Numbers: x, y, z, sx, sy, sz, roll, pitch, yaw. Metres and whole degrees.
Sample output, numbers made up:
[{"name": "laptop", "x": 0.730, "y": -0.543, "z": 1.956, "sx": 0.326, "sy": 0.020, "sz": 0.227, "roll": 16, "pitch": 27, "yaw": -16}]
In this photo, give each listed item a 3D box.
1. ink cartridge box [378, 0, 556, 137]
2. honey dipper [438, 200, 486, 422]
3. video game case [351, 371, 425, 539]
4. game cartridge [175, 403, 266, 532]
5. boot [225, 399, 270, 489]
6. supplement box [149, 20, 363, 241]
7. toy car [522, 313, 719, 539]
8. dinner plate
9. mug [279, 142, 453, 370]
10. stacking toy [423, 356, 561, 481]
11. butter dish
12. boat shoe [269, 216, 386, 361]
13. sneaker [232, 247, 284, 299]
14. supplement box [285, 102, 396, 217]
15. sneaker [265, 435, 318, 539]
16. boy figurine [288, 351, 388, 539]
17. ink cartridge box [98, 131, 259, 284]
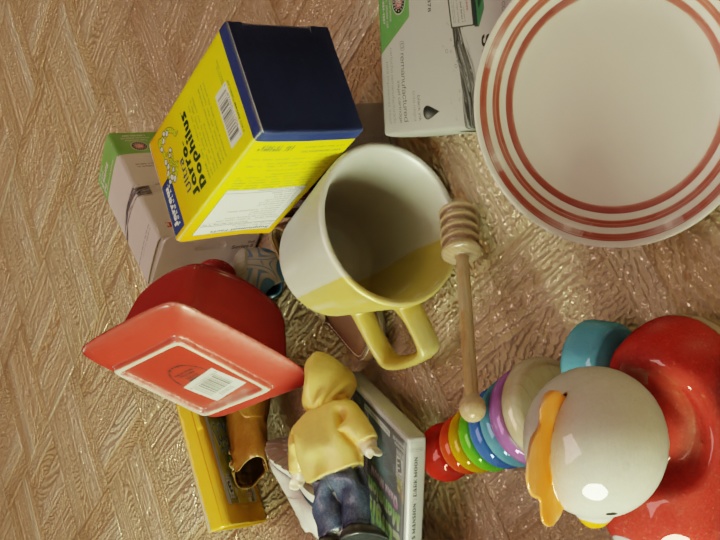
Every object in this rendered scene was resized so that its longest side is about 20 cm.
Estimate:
[{"name": "ink cartridge box", "x": 0.106, "y": -0.189, "z": 0.775, "sx": 0.198, "sy": 0.083, "sz": 0.150, "roll": 5, "pitch": 100, "yaw": 55}, {"name": "honey dipper", "x": 0.091, "y": 0.034, "z": 0.815, "sx": 0.038, "sy": 0.037, "sz": 0.204, "roll": -43, "pitch": 41, "yaw": 49}, {"name": "video game case", "x": 0.019, "y": 0.222, "z": 0.970, "sx": 0.200, "sy": 0.023, "sz": 0.186, "roll": -148, "pitch": 57, "yaw": -69}, {"name": "game cartridge", "x": -0.179, "y": 0.226, "z": 1.209, "sx": 0.176, "sy": 0.032, "sz": 0.204, "roll": 51, "pitch": -158, "yaw": -75}, {"name": "boot", "x": -0.129, "y": 0.160, "z": 1.153, "sx": 0.204, "sy": 0.069, "sz": 0.146, "roll": 103, "pitch": 161, "yaw": -44}, {"name": "supplement box", "x": -0.103, "y": -0.123, "z": 0.878, "sx": 0.200, "sy": 0.107, "sz": 0.112, "roll": -40, "pitch": 64, "yaw": 49}, {"name": "toy car", "x": 0.172, "y": 0.128, "z": 0.633, "sx": 0.183, "sy": 0.197, "sz": 0.182, "roll": 10, "pitch": 104, "yaw": 54}, {"name": "dinner plate", "x": 0.177, "y": -0.118, "z": 0.659, "sx": 0.195, "sy": 0.024, "sz": 0.205, "roll": 2, "pitch": 97, "yaw": 14}, {"name": "mug", "x": -0.007, "y": -0.007, "z": 0.911, "sx": 0.152, "sy": 0.147, "sz": 0.191, "roll": -27, "pitch": 57, "yaw": 58}, {"name": "stacking toy", "x": 0.110, "y": 0.142, "z": 0.834, "sx": 0.200, "sy": 0.084, "sz": 0.087, "roll": -38, "pitch": 65, "yaw": 56}, {"name": "butter dish", "x": -0.171, "y": 0.057, "z": 1.051, "sx": 0.198, "sy": 0.198, "sz": 0.150, "roll": -25, "pitch": 44, "yaw": 41}, {"name": "boat shoe", "x": -0.041, "y": 0.020, "z": 1.029, "sx": 0.201, "sy": 0.071, "sz": 0.077, "roll": 55, "pitch": 136, "yaw": 34}, {"name": "sneaker", "x": -0.139, "y": 0.030, "z": 1.183, "sx": 0.200, "sy": 0.071, "sz": 0.073, "roll": 133, "pitch": 147, "yaw": -63}, {"name": "supplement box", "x": -0.061, "y": -0.111, "z": 1.006, "sx": 0.199, "sy": 0.107, "sz": 0.062, "roll": -27, "pitch": 74, "yaw": 52}, {"name": "sneaker", "x": -0.059, "y": 0.248, "z": 1.074, "sx": 0.200, "sy": 0.075, "sz": 0.082, "roll": -143, "pitch": 45, "yaw": -67}, {"name": "boy figurine", "x": -0.030, "y": 0.182, "z": 0.960, "sx": 0.124, "sy": 0.064, "sz": 0.203, "roll": -34, "pitch": 51, "yaw": 32}, {"name": "ink cartridge box", "x": -0.237, "y": -0.085, "z": 1.230, "sx": 0.201, "sy": 0.143, "sz": 0.085, "roll": 57, "pitch": 137, "yaw": 33}]
